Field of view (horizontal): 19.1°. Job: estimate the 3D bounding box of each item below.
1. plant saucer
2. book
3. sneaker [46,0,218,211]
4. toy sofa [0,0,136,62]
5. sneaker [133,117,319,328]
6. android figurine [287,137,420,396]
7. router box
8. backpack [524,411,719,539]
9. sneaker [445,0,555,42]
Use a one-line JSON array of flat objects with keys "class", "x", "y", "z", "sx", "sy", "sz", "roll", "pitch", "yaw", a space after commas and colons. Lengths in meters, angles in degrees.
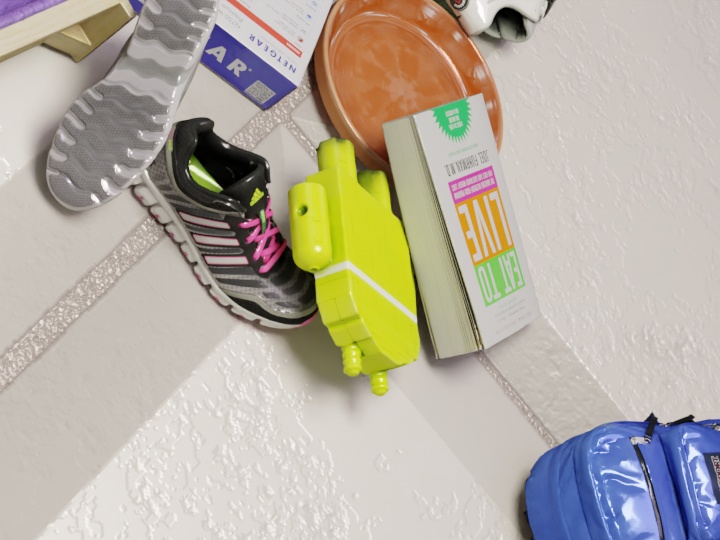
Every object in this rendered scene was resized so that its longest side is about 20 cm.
[{"class": "plant saucer", "x": 0.040, "y": -0.155, "z": 1.869, "sx": 0.200, "sy": 0.032, "sz": 0.201, "roll": 20, "pitch": 56, "yaw": -33}, {"class": "book", "x": 0.087, "y": -0.040, "z": 1.804, "sx": 0.134, "sy": 0.048, "sz": 0.201, "roll": -24, "pitch": 99, "yaw": -57}, {"class": "sneaker", "x": -0.165, "y": -0.127, "z": 1.627, "sx": 0.075, "sy": 0.082, "sz": 0.200, "roll": 32, "pitch": 79, "yaw": 4}, {"class": "toy sofa", "x": -0.271, "y": -0.181, "z": 1.578, "sx": 0.200, "sy": 0.083, "sz": 0.098, "roll": -33, "pitch": 92, "yaw": -45}, {"class": "sneaker", "x": -0.094, "y": -0.040, "z": 1.654, "sx": 0.200, "sy": 0.087, "sz": 0.074, "roll": 49, "pitch": 46, "yaw": -10}, {"class": "android figurine", "x": 0.000, "y": 0.000, "z": 1.703, "sx": 0.182, "sy": 0.041, "sz": 0.201, "roll": 38, "pitch": 41, "yaw": -55}, {"class": "router box", "x": -0.115, "y": -0.261, "z": 1.778, "sx": 0.200, "sy": 0.049, "sz": 0.180, "roll": 37, "pitch": 49, "yaw": -21}, {"class": "backpack", "x": 0.244, "y": 0.193, "z": 1.773, "sx": 0.200, "sy": 0.168, "sz": 0.163, "roll": 3, "pitch": 60, "yaw": -36}, {"class": "sneaker", "x": 0.145, "y": -0.253, "z": 1.983, "sx": 0.200, "sy": 0.074, "sz": 0.089, "roll": -17, "pitch": 85, "yaw": -46}]
